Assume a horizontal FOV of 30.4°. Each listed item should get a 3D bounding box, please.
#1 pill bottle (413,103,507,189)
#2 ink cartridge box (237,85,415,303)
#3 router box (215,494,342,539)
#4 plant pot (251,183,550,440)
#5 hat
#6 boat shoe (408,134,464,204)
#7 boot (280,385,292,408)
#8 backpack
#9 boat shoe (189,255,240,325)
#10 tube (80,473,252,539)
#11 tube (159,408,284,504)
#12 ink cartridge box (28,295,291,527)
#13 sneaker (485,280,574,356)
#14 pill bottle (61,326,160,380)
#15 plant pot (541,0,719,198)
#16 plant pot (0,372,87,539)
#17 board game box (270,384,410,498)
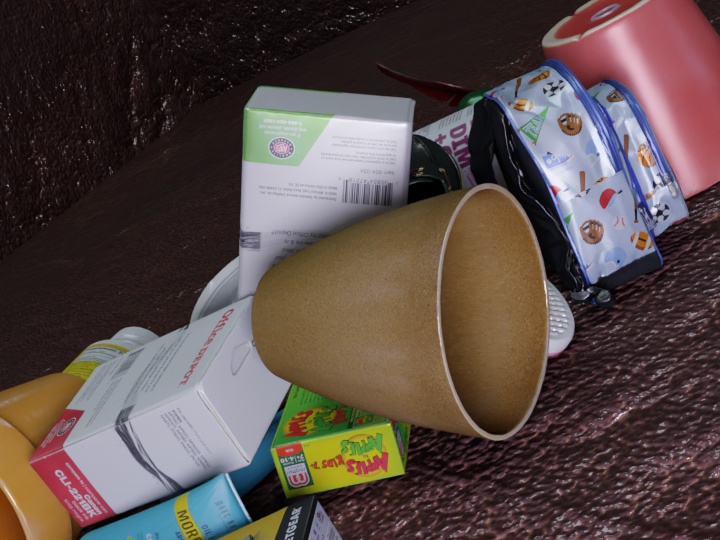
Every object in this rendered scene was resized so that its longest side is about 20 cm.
[{"bbox_3d":[0.144,-0.135,1.519,0.198,0.114,0.114,-23,17,28],"label":"pill bottle"},{"bbox_3d":[-0.031,-0.050,1.171,0.143,0.203,0.084,5,22,2],"label":"ink cartridge box"},{"bbox_3d":[-0.098,0.253,0.907,0.156,0.053,0.200,-27,16,15],"label":"router box"},{"bbox_3d":[0.019,0.035,1.026,0.198,0.188,0.187,-4,28,31],"label":"plant pot"},{"bbox_3d":[0.151,-0.222,1.652,0.198,0.177,0.166,-29,16,5],"label":"hat"},{"bbox_3d":[0.072,-0.084,1.429,0.073,0.063,0.203,-37,43,21],"label":"boat shoe"},{"bbox_3d":[-0.137,0.144,1.274,0.199,0.072,0.155,-26,14,41],"label":"boot"},{"bbox_3d":[0.185,-0.088,1.157,0.153,0.192,0.200,-35,17,-4],"label":"backpack"},{"bbox_3d":[-0.087,0.021,1.279,0.200,0.072,0.069,-41,40,10],"label":"boat shoe"},{"bbox_3d":[-0.152,0.218,1.069,0.199,0.078,0.050,-24,13,38],"label":"tube"},{"bbox_3d":[-0.094,0.163,1.194,0.077,0.051,0.199,-6,23,46],"label":"tube"},{"bbox_3d":[-0.166,0.122,1.148,0.199,0.084,0.145,-25,21,29],"label":"ink cartridge box"},{"bbox_3d":[0.106,0.044,1.155,0.075,0.106,0.200,-14,35,-34],"label":"sneaker"},{"bbox_3d":[-0.286,0.149,1.461,0.112,0.113,0.200,-21,18,31],"label":"pill bottle"},{"bbox_3d":[0.277,-0.179,1.293,0.199,0.178,0.201,-29,15,9],"label":"plant pot"},{"bbox_3d":[-0.323,0.194,1.259,0.199,0.202,0.183,-19,12,37],"label":"plant pot"},{"bbox_3d":[-0.008,0.114,1.134,0.100,0.048,0.200,-14,19,11],"label":"board game box"}]
